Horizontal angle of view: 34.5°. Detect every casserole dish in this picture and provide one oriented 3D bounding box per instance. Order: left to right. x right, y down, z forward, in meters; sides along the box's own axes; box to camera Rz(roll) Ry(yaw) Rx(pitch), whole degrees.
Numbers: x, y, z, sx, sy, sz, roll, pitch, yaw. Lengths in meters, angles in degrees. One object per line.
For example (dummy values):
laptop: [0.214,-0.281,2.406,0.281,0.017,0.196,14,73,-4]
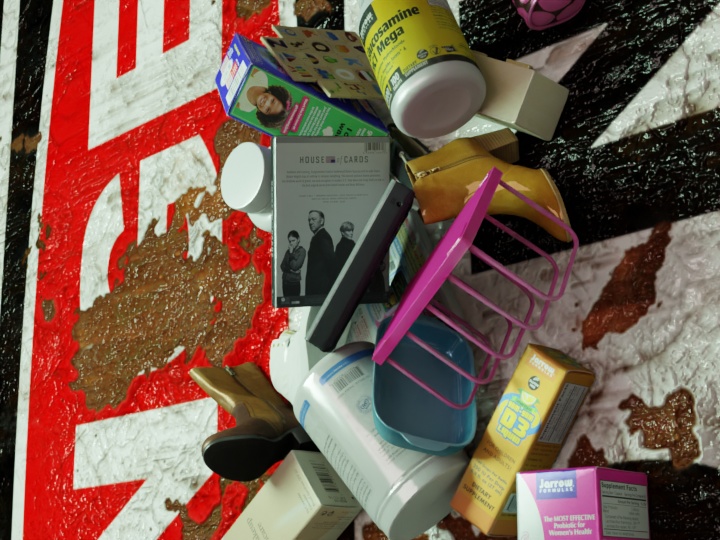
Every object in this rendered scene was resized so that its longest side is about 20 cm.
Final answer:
casserole dish: [0.067,0.130,1.285,0.202,0.119,0.039,-86,14,-50]

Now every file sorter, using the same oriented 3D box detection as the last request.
file sorter: [0.126,0.027,1.234,0.201,0.124,0.140,-55,2,40]

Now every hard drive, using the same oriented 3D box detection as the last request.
hard drive: [0.000,0.000,1.329,0.033,0.140,0.202,28,87,2]

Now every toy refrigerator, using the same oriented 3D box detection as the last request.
toy refrigerator: [0.144,-0.219,1.375,0.199,0.075,0.071,28,99,45]

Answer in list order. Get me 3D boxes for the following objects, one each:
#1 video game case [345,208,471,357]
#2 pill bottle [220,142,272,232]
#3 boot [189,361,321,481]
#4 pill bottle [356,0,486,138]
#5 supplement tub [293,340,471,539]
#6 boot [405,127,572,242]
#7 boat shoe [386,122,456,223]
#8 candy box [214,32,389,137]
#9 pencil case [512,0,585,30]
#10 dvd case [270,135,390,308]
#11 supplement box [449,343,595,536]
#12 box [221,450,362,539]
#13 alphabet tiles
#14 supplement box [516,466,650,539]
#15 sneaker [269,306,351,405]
video game case: [0.039,0.055,1.444,0.182,0.023,0.202,-42,53,29]
pill bottle: [-0.077,-0.096,1.470,0.110,0.198,0.114,-13,70,41]
boot: [-0.163,0.177,1.496,0.200,0.186,0.069,42,126,40]
pill bottle: [0.061,-0.261,1.334,0.112,0.111,0.202,-40,54,29]
supplement tub: [0.024,0.192,1.330,0.133,0.131,0.201,-52,59,20]
boot: [0.138,-0.077,1.302,0.142,0.071,0.202,-23,45,-6]
boat shoe: [0.077,-0.119,1.414,0.200,0.075,0.061,40,113,41]
candy box: [-0.076,-0.208,1.467,0.078,0.197,0.170,-62,21,16]
pencil case: [0.199,-0.381,1.356,0.094,0.089,0.202,106,147,-54]
dvd case: [-0.035,-0.059,1.396,0.025,0.148,0.204,-163,72,-70]
supplement box: [0.174,0.183,1.250,0.066,0.068,0.203,32,100,41]
box: [-0.097,0.331,1.466,0.201,0.077,0.095,-54,50,20]
alphabet tiles: [-0.022,-0.262,1.465,0.167,0.197,0.006,53,132,38]
supplement box: [0.223,0.301,1.148,0.100,0.102,0.204,-14,68,42]
sneaker: [-0.072,0.082,1.487,0.115,0.073,0.204,29,115,51]
